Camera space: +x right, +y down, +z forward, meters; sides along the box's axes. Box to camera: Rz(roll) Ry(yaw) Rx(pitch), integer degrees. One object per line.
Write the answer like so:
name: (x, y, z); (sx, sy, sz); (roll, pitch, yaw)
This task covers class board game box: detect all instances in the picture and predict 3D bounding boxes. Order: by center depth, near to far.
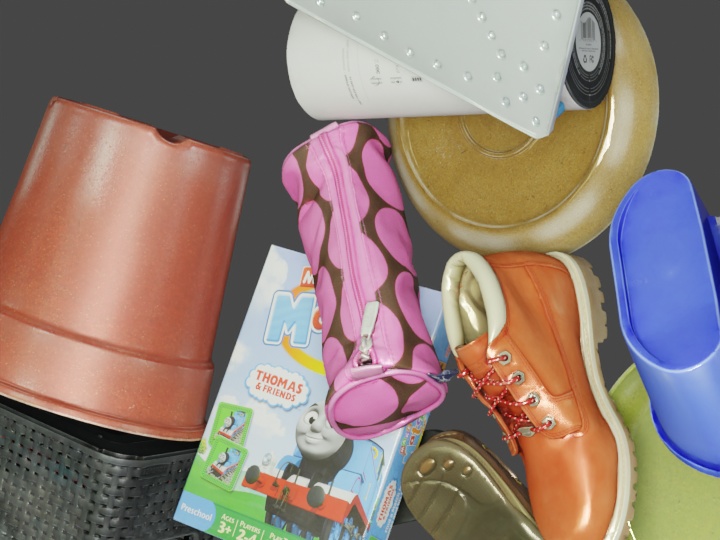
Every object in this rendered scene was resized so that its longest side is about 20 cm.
board game box: (0.046, -0.199, 0.924); (0.199, 0.026, 0.201); (31, 137, 23)
board game box: (-0.028, 0.096, 1.120); (0.150, 0.037, 0.202); (15, 81, 33)

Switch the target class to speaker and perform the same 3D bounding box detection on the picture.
speaker: (0.052, -0.136, 1.036); (0.198, 0.081, 0.082); (0, 91, 34)

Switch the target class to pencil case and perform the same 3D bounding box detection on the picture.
pencil case: (0.000, 0.000, 1.059); (0.090, 0.094, 0.202); (-23, 58, 14)

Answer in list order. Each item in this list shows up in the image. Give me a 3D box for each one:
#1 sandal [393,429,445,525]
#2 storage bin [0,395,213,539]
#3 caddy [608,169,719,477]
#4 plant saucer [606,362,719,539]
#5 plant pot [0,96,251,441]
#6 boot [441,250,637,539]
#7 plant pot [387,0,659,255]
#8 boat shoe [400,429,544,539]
sandal: (-0.018, 0.158, 1.138); (0.199, 0.045, 0.076); (-27, 76, 31)
storage bin: (-0.207, 0.142, 1.210); (0.198, 0.135, 0.095); (18, 100, 32)
caddy: (0.215, 0.022, 0.908); (0.140, 0.105, 0.201); (-18, 39, 17)
plant saucer: (0.225, 0.134, 0.984); (0.198, 0.031, 0.203); (0, 89, 33)
plant pot: (-0.172, -0.007, 1.165); (0.199, 0.200, 0.198); (19, 93, 32)
boot: (0.100, 0.081, 0.995); (0.075, 0.106, 0.202); (-32, 58, 42)
plant pot: (0.095, -0.104, 1.072); (0.198, 0.027, 0.203); (1, 91, 34)
boat shoe: (0.107, 0.182, 1.044); (0.072, 0.067, 0.201); (-39, 87, 24)
